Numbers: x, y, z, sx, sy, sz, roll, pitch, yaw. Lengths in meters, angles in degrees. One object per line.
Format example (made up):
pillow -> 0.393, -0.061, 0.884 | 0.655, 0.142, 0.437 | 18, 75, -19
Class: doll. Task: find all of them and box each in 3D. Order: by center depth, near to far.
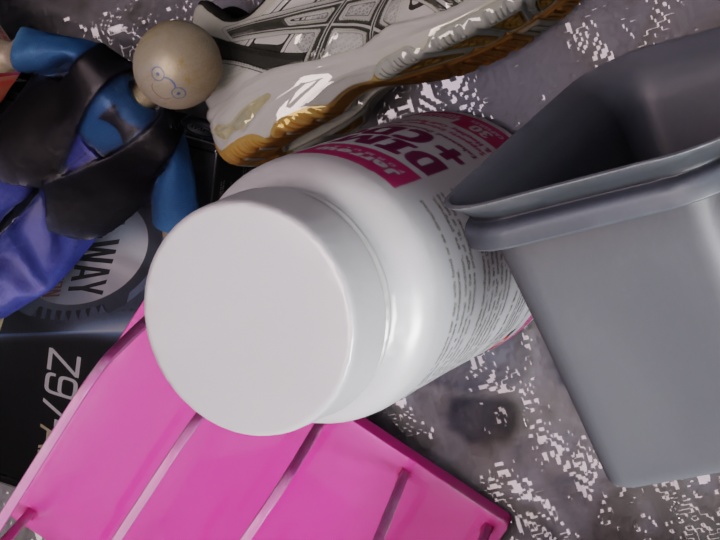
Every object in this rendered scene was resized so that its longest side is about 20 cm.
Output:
doll -> -0.130, -0.046, 1.097 | 0.136, 0.048, 0.200 | 44, 122, -7

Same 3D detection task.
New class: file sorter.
file sorter -> -0.058, 0.130, 1.079 | 0.200, 0.125, 0.139 | 34, 107, 0

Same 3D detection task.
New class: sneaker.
sneaker -> 0.007, -0.120, 1.055 | 0.200, 0.076, 0.088 | -23, 79, 23

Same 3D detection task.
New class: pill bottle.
pill bottle -> 0.000, 0.000, 1.012 | 0.113, 0.200, 0.113 | 6, 104, 25

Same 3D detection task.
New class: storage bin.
storage bin -> 0.145, -0.011, 0.950 | 0.146, 0.200, 0.134 | -14, 106, 29

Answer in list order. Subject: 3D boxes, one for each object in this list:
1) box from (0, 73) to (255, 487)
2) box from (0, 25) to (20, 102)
box -> -0.139, 0.013, 1.175 | 0.160, 0.044, 0.200 | 16, 108, 23
box -> -0.263, -0.136, 1.148 | 0.103, 0.095, 0.200 | -49, 61, 26
